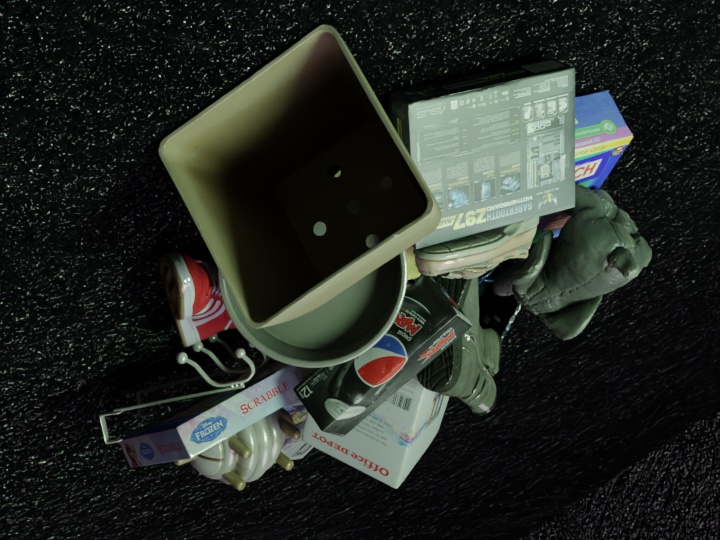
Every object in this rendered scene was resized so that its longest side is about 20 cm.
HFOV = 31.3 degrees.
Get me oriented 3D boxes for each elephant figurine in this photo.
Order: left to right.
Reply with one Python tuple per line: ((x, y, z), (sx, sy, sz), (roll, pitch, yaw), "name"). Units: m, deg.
((0.235, 0.009, 1.514), (0.200, 0.142, 0.155), (-41, 158, 22), "elephant figurine")

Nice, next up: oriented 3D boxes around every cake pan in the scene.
((-0.049, -0.001, 1.348), (0.199, 0.202, 0.037), (-30, -176, 6), "cake pan")

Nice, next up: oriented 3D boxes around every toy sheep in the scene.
((-0.167, 0.224, 1.722), (0.199, 0.139, 0.138), (-10, 152, -48), "toy sheep")

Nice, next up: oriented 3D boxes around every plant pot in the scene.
((-0.033, -0.075, 1.211), (0.199, 0.201, 0.177), (-33, 165, 13), "plant pot")

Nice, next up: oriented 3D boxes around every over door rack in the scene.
((-0.204, 0.124, 1.509), (0.198, 0.067, 0.148), (-24, -178, 11), "over door rack")

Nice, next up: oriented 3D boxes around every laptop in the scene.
((0.237, 0.037, 1.707), (0.201, 0.103, 0.177), (-61, -171, 2), "laptop")

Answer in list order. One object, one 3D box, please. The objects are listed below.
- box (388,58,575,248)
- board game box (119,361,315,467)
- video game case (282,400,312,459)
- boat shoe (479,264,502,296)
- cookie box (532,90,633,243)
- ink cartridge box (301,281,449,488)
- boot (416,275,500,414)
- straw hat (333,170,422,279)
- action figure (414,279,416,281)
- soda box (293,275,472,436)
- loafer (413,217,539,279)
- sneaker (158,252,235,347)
((0.129, -0.123, 1.336), (0.198, 0.051, 0.159), (-15, 117, -20), "box")
((-0.163, 0.165, 1.518), (0.198, 0.041, 0.199), (-27, -177, -32), "board game box")
((-0.110, 0.241, 1.954), (0.181, 0.023, 0.200), (-4, 147, -43), "video game case")
((0.149, 0.006, 1.696), (0.083, 0.069, 0.200), (-23, 156, -10), "boat shoe")
((0.201, -0.109, 1.515), (0.170, 0.076, 0.201), (-14, 152, -24), "cookie box")
((0.033, 0.136, 1.616), (0.145, 0.144, 0.202), (-44, 154, -52), "ink cartridge box")
((0.123, 0.061, 1.516), (0.067, 0.202, 0.130), (0, 165, 34), "boot")
((0.039, -0.033, 1.409), (0.200, 0.085, 0.203), (-23, 136, -24), "straw hat")
((0.066, 0.092, 1.731), (0.101, 0.120, 0.200), (-25, 163, -20), "action figure")
((0.025, 0.096, 1.430), (0.200, 0.063, 0.071), (-42, 157, 8), "soda box")
((0.131, -0.019, 1.393), (0.199, 0.071, 0.064), (-23, 120, -46), "loafer")
((-0.154, 0.018, 1.398), (0.111, 0.072, 0.200), (-19, 163, -10), "sneaker")
